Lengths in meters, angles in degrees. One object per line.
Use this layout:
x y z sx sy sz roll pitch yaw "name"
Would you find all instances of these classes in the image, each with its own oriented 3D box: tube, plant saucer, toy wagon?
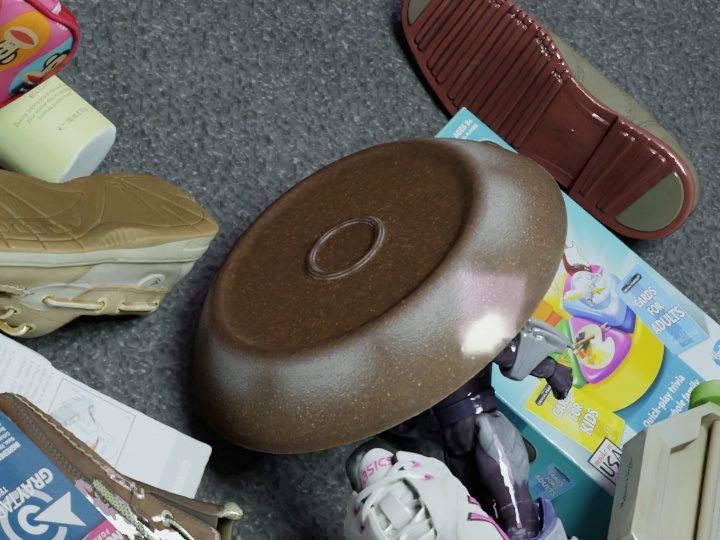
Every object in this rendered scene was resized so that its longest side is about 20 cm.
-0.210 -0.112 1.382 0.200 0.052 0.058 40 4 8 "tube"
0.000 0.000 1.326 0.037 0.200 0.200 57 35 -33 "plant saucer"
0.209 0.149 1.356 0.200 0.040 0.155 29 50 -18 "toy wagon"

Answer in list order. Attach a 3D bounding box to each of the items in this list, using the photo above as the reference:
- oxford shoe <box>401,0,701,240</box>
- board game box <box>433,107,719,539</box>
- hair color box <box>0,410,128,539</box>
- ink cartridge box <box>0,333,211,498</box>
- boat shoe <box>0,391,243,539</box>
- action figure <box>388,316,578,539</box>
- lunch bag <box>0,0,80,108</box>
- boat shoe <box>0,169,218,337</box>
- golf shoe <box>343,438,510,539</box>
0.106 -0.091 1.566 0.200 0.070 0.075 44 18 8 "oxford shoe"
0.085 0.027 1.457 0.200 0.047 0.151 41 44 2 "board game box"
-0.172 0.103 1.136 0.200 0.100 0.061 44 46 7 "hair color box"
-0.173 0.116 1.225 0.174 0.044 0.200 29 45 -10 "ink cartridge box"
-0.083 0.123 1.187 0.075 0.075 0.202 -39 84 -28 "boat shoe"
0.057 0.080 1.348 0.069 0.130 0.200 -16 82 -27 "action figure"
-0.238 -0.111 1.257 0.082 0.176 0.200 65 12 22 "lunch bag"
-0.148 -0.002 1.293 0.200 0.069 0.074 0 34 -50 "boat shoe"
0.024 0.123 1.203 0.073 0.200 0.092 -39 96 -2 "golf shoe"
